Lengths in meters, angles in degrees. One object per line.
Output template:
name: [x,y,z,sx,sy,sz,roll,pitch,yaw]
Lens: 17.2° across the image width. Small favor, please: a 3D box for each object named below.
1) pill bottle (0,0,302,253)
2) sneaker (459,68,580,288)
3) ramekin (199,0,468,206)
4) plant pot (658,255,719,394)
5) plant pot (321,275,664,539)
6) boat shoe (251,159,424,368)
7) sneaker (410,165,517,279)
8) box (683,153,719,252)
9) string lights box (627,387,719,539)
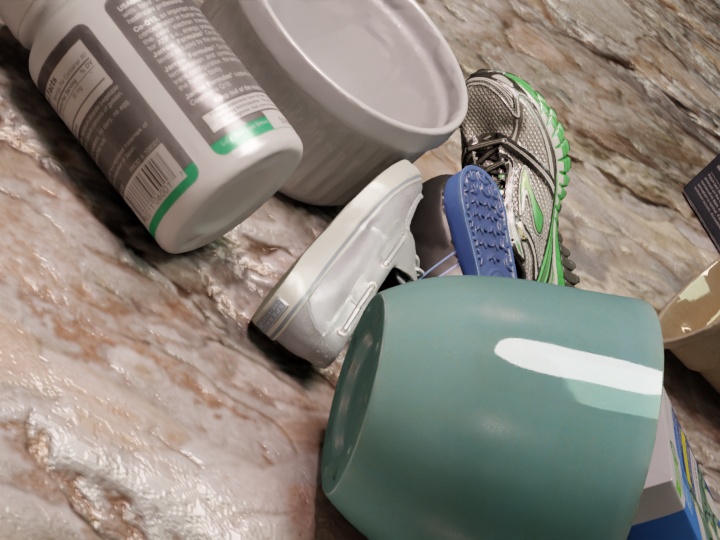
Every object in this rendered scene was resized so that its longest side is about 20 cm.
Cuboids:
pill bottle: [-0.136,-0.120,1.499,0.200,0.113,0.113,52,29,11]
sneaker: [0.104,-0.045,1.694,0.085,0.078,0.201,-8,87,-52]
ramekin: [-0.032,-0.138,1.668,0.200,0.105,0.201,32,30,-22]
plant pot: [0.357,0.068,1.851,0.184,0.200,0.201,54,28,-8]
plant pot: [0.069,0.093,1.418,0.160,0.201,0.201,16,35,-10]
boat shoe: [0.000,0.000,1.562,0.071,0.070,0.201,43,41,-2]
sneaker: [0.065,0.032,1.625,0.070,0.078,0.201,17,60,-44]
box: [0.411,-0.086,2.082,0.148,0.200,0.107,8,45,-48]
string lights box: [0.200,0.178,1.524,0.103,0.059,0.201,-88,155,-53]
